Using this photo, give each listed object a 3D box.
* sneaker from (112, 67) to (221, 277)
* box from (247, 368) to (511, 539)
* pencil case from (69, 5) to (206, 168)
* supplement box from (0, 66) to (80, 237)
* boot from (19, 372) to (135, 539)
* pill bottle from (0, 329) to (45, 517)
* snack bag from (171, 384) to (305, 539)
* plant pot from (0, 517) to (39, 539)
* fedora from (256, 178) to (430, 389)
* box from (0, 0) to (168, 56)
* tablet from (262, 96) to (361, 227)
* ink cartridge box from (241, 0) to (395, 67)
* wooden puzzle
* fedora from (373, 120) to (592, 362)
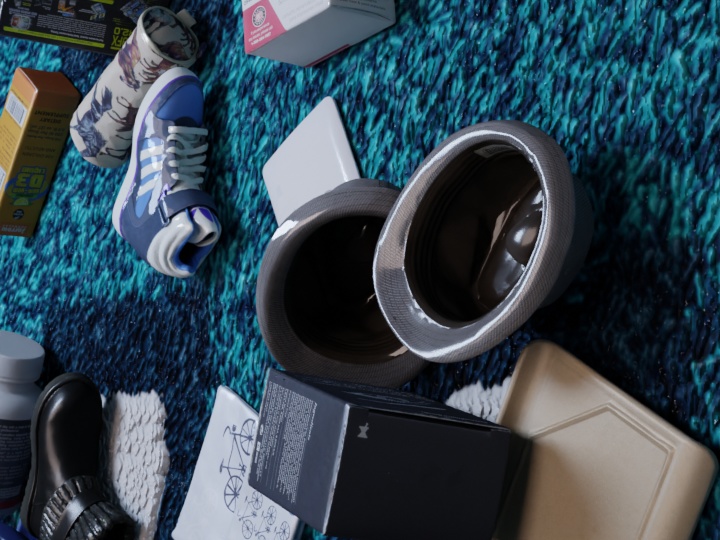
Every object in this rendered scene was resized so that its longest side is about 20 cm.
[{"bbox_3d":[-0.176,-0.093,1.799,0.146,0.080,0.202,34,109,40],"label":"sneaker"},{"bbox_3d":[0.011,0.153,1.417,0.200,0.147,0.106,-165,87,-69],"label":"box"},{"bbox_3d":[-0.247,-0.198,1.897,0.078,0.089,0.200,49,129,9],"label":"pencil case"},{"bbox_3d":[-0.406,-0.141,2.106,0.069,0.066,0.201,46,122,41],"label":"supplement box"},{"bbox_3d":[-0.304,0.235,1.914,0.158,0.079,0.213,33,117,53],"label":"boot"},{"bbox_3d":[-0.440,0.180,2.066,0.119,0.119,0.202,34,112,49],"label":"pill bottle"},{"bbox_3d":[-0.119,0.230,1.721,0.200,0.021,0.190,37,115,48],"label":"snack bag"},{"bbox_3d":[-0.421,0.391,1.965,0.200,0.178,0.202,36,114,47],"label":"plant pot"},{"bbox_3d":[0.000,0.000,1.512,0.091,0.175,0.202,-87,5,-57],"label":"fedora"},{"bbox_3d":[-0.298,-0.320,1.877,0.044,0.198,0.162,28,108,50],"label":"box"},{"bbox_3d":[-0.037,-0.050,1.656,0.130,0.014,0.202,-44,54,40],"label":"tablet"},{"bbox_3d":[-0.045,-0.313,1.642,0.145,0.084,0.202,-20,69,49],"label":"ink cartridge box"},{"bbox_3d":[0.174,0.176,1.340,0.200,0.037,0.187,34,112,44],"label":"wooden puzzle"},{"bbox_3d":[0.111,-0.020,1.384,0.201,0.090,0.177,-56,47,20],"label":"fedora"}]
